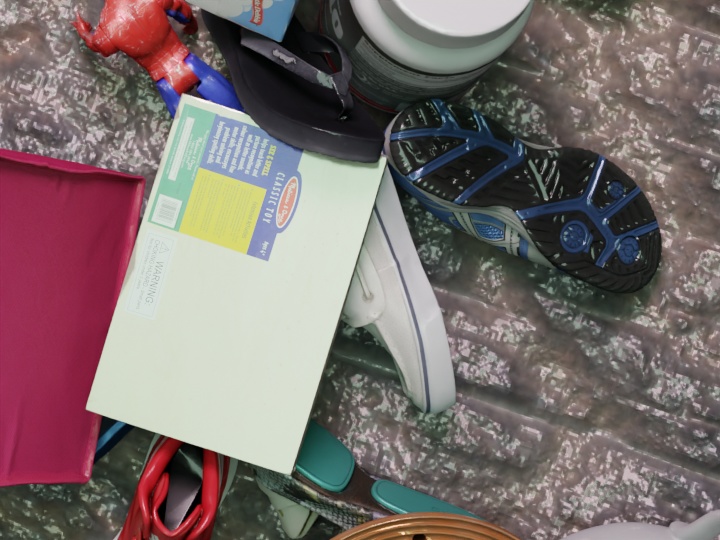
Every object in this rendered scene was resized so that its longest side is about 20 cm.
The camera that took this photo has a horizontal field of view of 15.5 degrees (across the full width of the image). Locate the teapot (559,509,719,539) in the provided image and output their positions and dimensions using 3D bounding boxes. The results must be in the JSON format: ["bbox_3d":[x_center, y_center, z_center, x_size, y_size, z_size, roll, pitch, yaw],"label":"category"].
[{"bbox_3d":[0.167,0.255,1.565,0.196,0.146,0.201,-24,116,1],"label":"teapot"}]

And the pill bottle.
[{"bbox_3d":[0.041,-0.165,1.562,0.113,0.200,0.115,1,82,-8],"label":"pill bottle"}]

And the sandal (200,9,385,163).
[{"bbox_3d":[-0.045,-0.129,1.586,0.076,0.200,0.043,3,123,-33],"label":"sandal"}]

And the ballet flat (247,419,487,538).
[{"bbox_3d":[-0.011,0.149,1.644,0.199,0.072,0.072,30,92,3],"label":"ballet flat"}]

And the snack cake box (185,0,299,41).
[{"bbox_3d":[-0.034,-0.252,1.569,0.067,0.115,0.201,23,56,-2],"label":"snack cake box"}]

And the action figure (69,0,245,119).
[{"bbox_3d":[-0.112,-0.120,1.653,0.065,0.099,0.200,-39,111,-1],"label":"action figure"}]

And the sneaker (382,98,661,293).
[{"bbox_3d":[0.099,-0.049,1.636,0.199,0.077,0.076,30,80,-16],"label":"sneaker"}]

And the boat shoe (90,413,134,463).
[{"bbox_3d":[-0.136,0.043,1.640,0.200,0.084,0.069,-43,85,0],"label":"boat shoe"}]

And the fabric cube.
[{"bbox_3d":[-0.272,0.014,1.561,0.198,0.200,0.198,13,91,23],"label":"fabric cube"}]

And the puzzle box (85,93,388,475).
[{"bbox_3d":[-0.073,0.008,1.580,0.132,0.025,0.201,18,91,4],"label":"puzzle box"}]

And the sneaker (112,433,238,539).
[{"bbox_3d":[-0.132,0.183,1.622,0.078,0.116,0.202,13,89,3],"label":"sneaker"}]

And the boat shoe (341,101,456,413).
[{"bbox_3d":[0.000,0.000,1.624,0.069,0.071,0.201,-21,102,-8],"label":"boat shoe"}]

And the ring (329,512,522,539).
[{"bbox_3d":[0.032,0.231,1.625,0.199,0.019,0.202,-4,119,-8],"label":"ring"}]
